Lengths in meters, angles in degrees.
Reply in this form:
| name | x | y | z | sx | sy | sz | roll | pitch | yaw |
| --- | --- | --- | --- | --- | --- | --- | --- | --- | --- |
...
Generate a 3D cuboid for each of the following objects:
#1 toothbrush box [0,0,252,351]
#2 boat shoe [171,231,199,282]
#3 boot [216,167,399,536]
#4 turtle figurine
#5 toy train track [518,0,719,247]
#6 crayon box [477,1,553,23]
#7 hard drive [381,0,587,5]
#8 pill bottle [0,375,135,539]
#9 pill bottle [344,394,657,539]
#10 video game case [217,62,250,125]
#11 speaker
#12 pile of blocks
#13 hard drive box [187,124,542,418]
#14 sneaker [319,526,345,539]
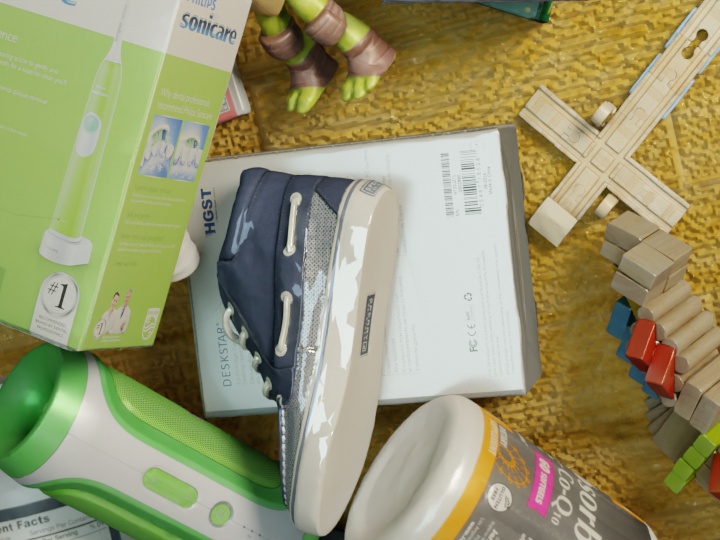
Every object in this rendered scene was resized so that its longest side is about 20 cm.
| name | x | y | z | sx | sy | sz | roll | pitch | yaw |
| --- | --- | --- | --- | --- | --- | --- | --- | --- | --- |
| toothbrush box | -0.163 | -0.074 | 0.884 | 0.145 | 0.086 | 0.202 | 18 | 97 | 20 |
| boat shoe | -0.173 | -0.008 | 1.006 | 0.199 | 0.074 | 0.066 | -3 | 129 | 51 |
| boot | -0.038 | 0.043 | 0.936 | 0.090 | 0.073 | 0.202 | 10 | 92 | 20 |
| turtle figurine | -0.063 | -0.164 | 0.950 | 0.199 | 0.065 | 0.161 | -17 | 129 | 35 |
| toy train track | 0.167 | -0.098 | 0.962 | 0.115 | 0.033 | 0.200 | 39 | 102 | 7 |
| crayon box | 0.032 | -0.231 | 0.967 | 0.199 | 0.058 | 0.120 | 19 | 100 | 11 |
| hard drive | 0.072 | -0.248 | 0.903 | 0.134 | 0.042 | 0.202 | 1 | 97 | 14 |
| pill bottle | -0.191 | 0.164 | 1.031 | 0.119 | 0.120 | 0.202 | -13 | 92 | 14 |
| pill bottle | 0.099 | 0.168 | 0.940 | 0.199 | 0.116 | 0.117 | 35 | 103 | -16 |
| video game case | -0.182 | -0.136 | 1.050 | 0.199 | 0.017 | 0.144 | -18 | 92 | 15 |
| speaker | -0.117 | 0.119 | 0.964 | 0.200 | 0.089 | 0.089 | 34 | 106 | -32 |
| pile of blocks | 0.177 | 0.068 | 0.945 | 0.082 | 0.062 | 0.201 | -29 | 89 | 44 |
| hard drive box | 0.000 | 0.000 | 0.990 | 0.198 | 0.077 | 0.157 | -5 | 95 | 14 |
| sneaker | -0.006 | 0.256 | 1.029 | 0.106 | 0.075 | 0.202 | 15 | 97 | 22 |
